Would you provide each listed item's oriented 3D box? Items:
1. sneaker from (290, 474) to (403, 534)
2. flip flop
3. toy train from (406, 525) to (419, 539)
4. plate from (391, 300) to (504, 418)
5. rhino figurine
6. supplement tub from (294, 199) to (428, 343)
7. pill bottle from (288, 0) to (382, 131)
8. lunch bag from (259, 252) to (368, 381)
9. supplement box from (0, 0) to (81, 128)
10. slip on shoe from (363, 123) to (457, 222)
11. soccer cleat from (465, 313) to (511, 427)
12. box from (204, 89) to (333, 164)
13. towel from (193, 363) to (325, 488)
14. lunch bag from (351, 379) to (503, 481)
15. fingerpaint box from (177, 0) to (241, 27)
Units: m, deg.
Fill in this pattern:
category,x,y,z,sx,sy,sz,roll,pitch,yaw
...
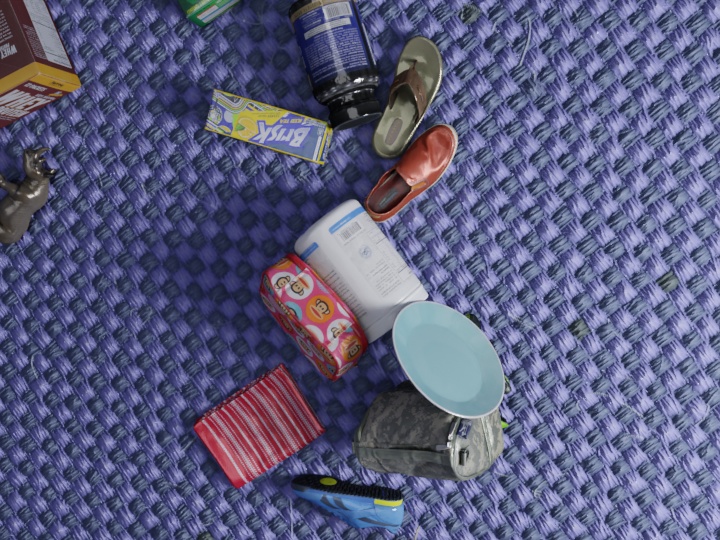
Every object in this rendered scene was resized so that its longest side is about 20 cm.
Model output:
category,x,y,z,sx,sy,sz,roll,pitch,yaw
sneaker,-0.025,0.401,1.279,0.198,0.066,0.079,10,100,7
flip flop,0.072,-0.276,1.209,0.081,0.058,0.202,26,98,5
toy train,0.030,0.507,1.278,0.115,0.085,0.202,13,97,20
plate,0.127,0.133,1.118,0.200,0.200,0.026,41,129,3
rhino figurine,-0.596,-0.133,1.316,0.087,0.060,0.201,35,98,-16
supplement tub,0.000,0.000,1.207,0.132,0.132,0.201,-37,89,10
pill bottle,-0.034,-0.331,1.192,0.111,0.112,0.202,-17,92,9
lunch bag,-0.080,0.083,1.210,0.082,0.176,0.200,-37,79,-20
supplement box,-0.619,-0.368,1.263,0.196,0.133,0.202,-23,91,9
slip on shoe,0.081,-0.156,1.217,0.200,0.061,0.074,-44,86,8
soccer cleat,0.202,0.166,1.230,0.080,0.068,0.202,-6,100,-1
box,-0.149,-0.235,1.242,0.198,0.064,0.071,17,97,6
towel,-0.178,0.273,1.311,0.199,0.022,0.145,-34,90,9
lunch bag,0.106,0.253,1.164,0.198,0.167,0.141,-5,100,35
fingerpaint box,-0.230,-0.527,1.223,0.199,0.073,0.168,-28,90,9
